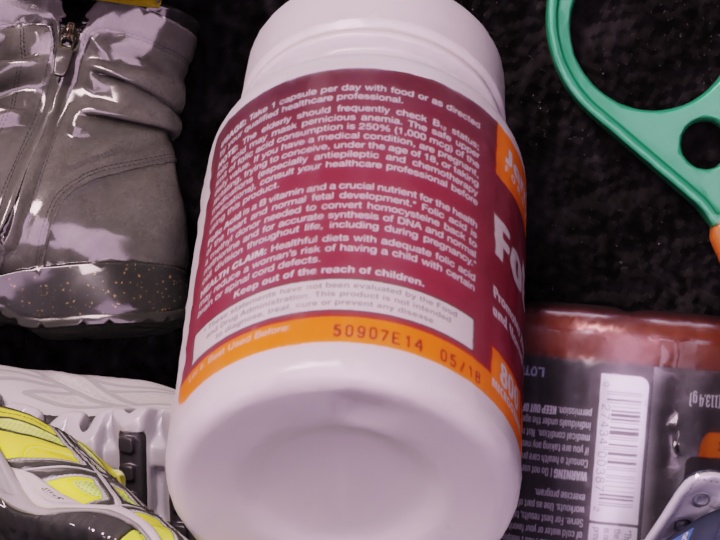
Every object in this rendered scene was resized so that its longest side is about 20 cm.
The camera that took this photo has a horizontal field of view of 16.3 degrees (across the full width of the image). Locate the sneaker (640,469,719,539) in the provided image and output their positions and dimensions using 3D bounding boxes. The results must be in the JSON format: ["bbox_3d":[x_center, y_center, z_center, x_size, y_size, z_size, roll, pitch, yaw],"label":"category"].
[{"bbox_3d":[0.064,0.117,0.791,0.199,0.070,0.109,4,129,11],"label":"sneaker"}]

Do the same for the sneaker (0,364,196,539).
[{"bbox_3d":[-0.115,0.068,0.922,0.199,0.081,0.076,10,103,20],"label":"sneaker"}]

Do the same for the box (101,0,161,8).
[{"bbox_3d":[-0.088,-0.203,0.907,0.064,0.070,0.201,8,78,1],"label":"box"}]

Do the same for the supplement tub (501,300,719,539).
[{"bbox_3d":[0.087,0.114,0.900,0.106,0.107,0.201,5,90,0],"label":"supplement tub"}]

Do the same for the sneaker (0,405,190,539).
[{"bbox_3d":[-0.088,0.092,0.825,0.199,0.076,0.076,33,118,18],"label":"sneaker"}]

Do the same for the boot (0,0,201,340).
[{"bbox_3d":[-0.157,-0.039,0.932,0.199,0.068,0.132,-2,82,-5],"label":"boot"}]

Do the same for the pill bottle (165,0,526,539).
[{"bbox_3d":[0.000,0.000,0.852,0.113,0.115,0.201,4,46,0],"label":"pill bottle"}]

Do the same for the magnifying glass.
[{"bbox_3d":[0.133,-0.040,0.946,0.079,0.022,0.201,-24,87,0],"label":"magnifying glass"}]
